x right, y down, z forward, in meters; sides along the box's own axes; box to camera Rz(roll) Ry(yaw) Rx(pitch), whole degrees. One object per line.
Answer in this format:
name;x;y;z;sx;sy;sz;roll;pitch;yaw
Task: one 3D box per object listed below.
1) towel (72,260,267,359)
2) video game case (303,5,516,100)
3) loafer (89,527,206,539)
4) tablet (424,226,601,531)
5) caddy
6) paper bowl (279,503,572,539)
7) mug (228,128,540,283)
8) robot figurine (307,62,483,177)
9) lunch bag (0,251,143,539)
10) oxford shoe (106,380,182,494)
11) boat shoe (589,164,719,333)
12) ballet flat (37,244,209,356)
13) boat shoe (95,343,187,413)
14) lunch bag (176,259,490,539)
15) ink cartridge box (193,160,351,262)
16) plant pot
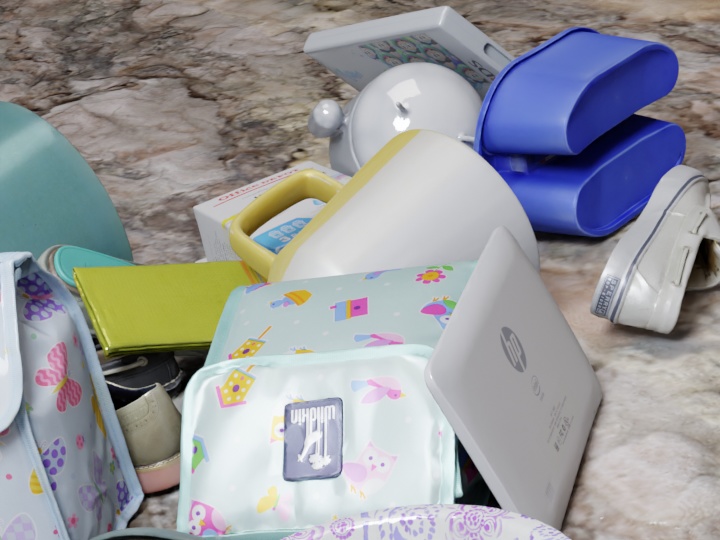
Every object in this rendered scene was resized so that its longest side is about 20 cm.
towel;-0.097;0.025;1.230;0.200;0.018;0.086;-2;40;-29
video game case;0.073;-0.156;1.483;0.200;0.182;0.024;0;62;56
loafer;-0.083;0.180;0.900;0.200;0.072;0.063;2;32;30
tablet;0.093;0.064;0.998;0.014;0.130;0.200;-25;15;25
caddy;0.166;-0.107;1.365;0.105;0.142;0.200;13;33;40
paper bowl;0.015;0.194;0.749;0.200;0.104;0.201;-11;21;4
mug;0.007;0.007;1.200;0.153;0.150;0.187;-38;18;-30
robot figurine;0.039;-0.105;1.424;0.169;0.113;0.200;10;-6;-11
lunch bag;-0.246;0.090;1.040;0.169;0.200;0.127;-6;22;17
oxford shoe;-0.198;0.100;1.156;0.200;0.074;0.071;-3;24;25
boat shoe;0.221;-0.012;1.211;0.070;0.071;0.200;24;29;14
ballet flat;-0.146;0.030;1.271;0.200;0.064;0.067;15;41;-24
boat shoe;-0.217;0.081;1.235;0.200;0.060;0.074;-5;23;21
lunch bag;-0.007;0.088;1.011;0.170;0.122;0.200;-6;30;17
ink cartridge box;-0.056;-0.030;1.403;0.115;0.068;0.200;-23;23;-23
plant pot;-0.296;-0.004;1.318;0.200;0.201;0.161;9;35;44
